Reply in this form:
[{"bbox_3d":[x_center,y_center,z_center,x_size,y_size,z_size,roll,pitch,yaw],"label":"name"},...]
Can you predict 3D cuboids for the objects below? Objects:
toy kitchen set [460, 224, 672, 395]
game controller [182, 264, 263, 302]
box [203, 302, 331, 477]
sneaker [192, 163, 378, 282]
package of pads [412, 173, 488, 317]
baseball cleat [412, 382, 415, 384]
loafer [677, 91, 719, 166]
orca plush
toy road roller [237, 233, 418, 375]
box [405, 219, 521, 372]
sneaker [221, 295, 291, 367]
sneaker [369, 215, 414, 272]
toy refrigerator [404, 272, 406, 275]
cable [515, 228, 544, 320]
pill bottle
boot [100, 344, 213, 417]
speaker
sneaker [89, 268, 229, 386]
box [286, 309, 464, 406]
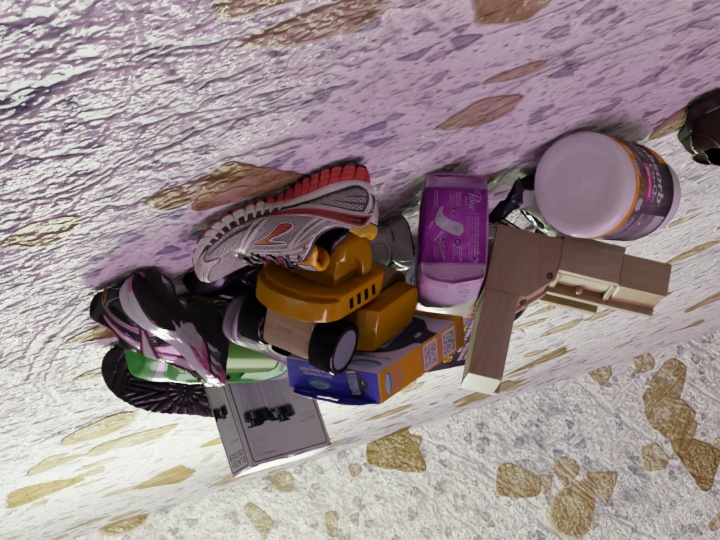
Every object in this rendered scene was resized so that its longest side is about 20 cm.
[{"bbox_3d":[0.227,0.070,1.757,0.199,0.181,0.163,13,163,1],"label":"toy kitchen set"},{"bbox_3d":[-0.121,0.010,1.719,0.104,0.042,0.200,-8,171,16],"label":"game controller"},{"bbox_3d":[-0.125,0.137,1.853,0.116,0.200,0.060,-13,167,-33],"label":"box"},{"bbox_3d":[-0.074,-0.031,1.486,0.200,0.082,0.078,-24,167,19],"label":"sneaker"},{"bbox_3d":[0.098,-0.022,1.684,0.075,0.121,0.200,2,167,1],"label":"package of pads"},{"bbox_3d":[0.043,0.073,2.038,0.106,0.070,0.200,4,-147,4],"label":"baseball cleat"},{"bbox_3d":[0.411,-0.147,1.780,0.073,0.071,0.200,-22,167,11],"label":"loafer"},{"bbox_3d":[0.203,-0.070,1.795,0.071,0.106,0.200,10,-167,39],"label":"orca plush"},{"bbox_3d":[-0.027,0.005,1.596,0.200,0.123,0.146,-30,136,-54],"label":"toy road roller"},{"bbox_3d":[0.109,0.032,1.896,0.158,0.048,0.200,-5,126,-51],"label":"box"},{"bbox_3d":[-0.061,0.084,1.718,0.200,0.075,0.082,13,-173,-45],"label":"sneaker"},{"bbox_3d":[0.000,0.000,1.782,0.081,0.075,0.200,-6,154,-17],"label":"sneaker"},{"bbox_3d":[-0.002,0.047,1.968,0.200,0.070,0.076,-20,168,1],"label":"toy refrigerator"},{"bbox_3d":[0.212,0.020,1.997,0.200,0.051,0.163,-58,-170,-11],"label":"cable"},{"bbox_3d":[0.283,-0.091,1.721,0.116,0.117,0.200,-27,167,27],"label":"pill bottle"},{"bbox_3d":[-0.235,0.129,1.935,0.211,0.080,0.158,19,-174,-22],"label":"boot"},{"bbox_3d":[-0.164,0.085,1.764,0.200,0.089,0.088,2,158,-29],"label":"speaker"},{"bbox_3d":[-0.214,0.062,1.643,0.086,0.080,0.200,-11,142,25],"label":"sneaker"},{"bbox_3d":[0.012,0.090,1.650,0.119,0.042,0.200,7,-160,32],"label":"box"}]
